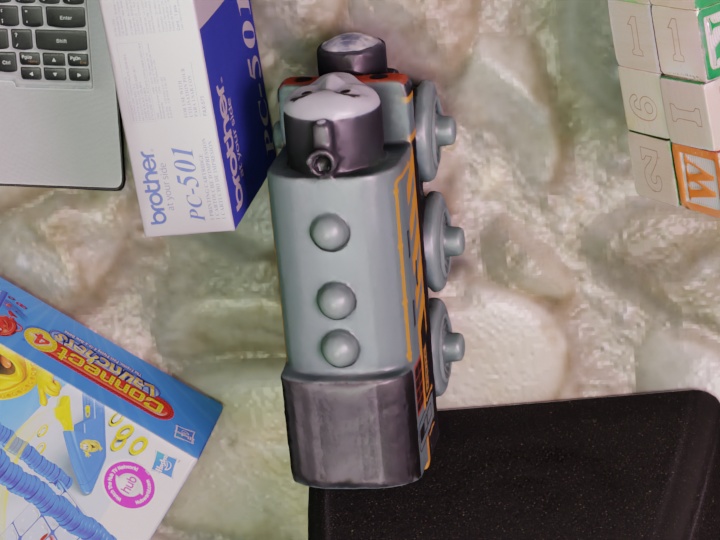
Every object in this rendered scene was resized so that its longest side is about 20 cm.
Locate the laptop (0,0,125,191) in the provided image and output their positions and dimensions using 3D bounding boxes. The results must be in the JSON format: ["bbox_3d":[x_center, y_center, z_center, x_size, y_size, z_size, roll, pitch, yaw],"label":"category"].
[{"bbox_3d":[-0.212,-0.114,0.948,0.186,0.116,0.201,3,113,10],"label":"laptop"}]

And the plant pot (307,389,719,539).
[{"bbox_3d":[0.073,0.190,0.993,0.198,0.178,0.201,-5,113,13],"label":"plant pot"}]

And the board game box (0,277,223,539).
[{"bbox_3d":[-0.201,0.104,1.071,0.195,0.056,0.200,30,115,-3],"label":"board game box"}]

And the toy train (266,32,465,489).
[{"bbox_3d":[0.000,0.000,0.956,0.085,0.114,0.201,0,111,10],"label":"toy train"}]

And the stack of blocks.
[{"bbox_3d":[0.158,-0.136,0.869,0.115,0.058,0.201,-22,113,-26],"label":"stack of blocks"}]

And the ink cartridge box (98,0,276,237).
[{"bbox_3d":[-0.080,-0.125,0.931,0.044,0.094,0.201,-4,111,12],"label":"ink cartridge box"}]
